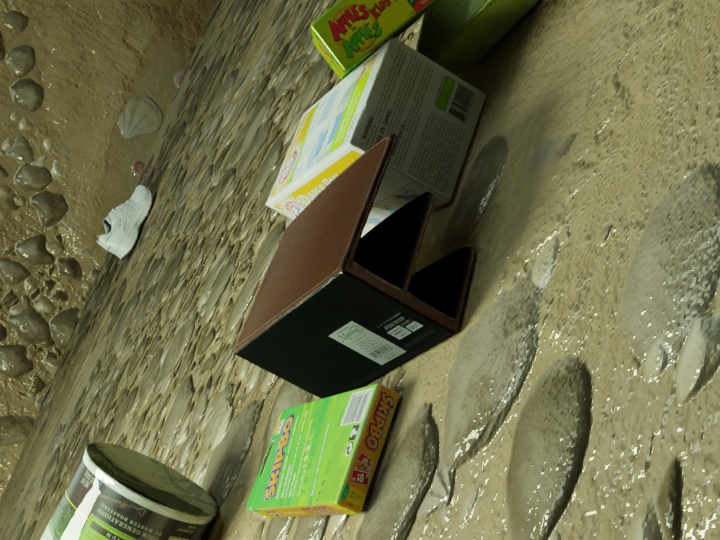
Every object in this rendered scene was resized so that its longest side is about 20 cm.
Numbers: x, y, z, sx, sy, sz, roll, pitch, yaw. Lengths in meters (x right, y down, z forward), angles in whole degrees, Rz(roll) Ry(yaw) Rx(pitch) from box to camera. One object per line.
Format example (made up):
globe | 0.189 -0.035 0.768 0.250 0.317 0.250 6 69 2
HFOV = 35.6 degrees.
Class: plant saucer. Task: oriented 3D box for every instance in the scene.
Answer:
plant saucer | 0.129 -0.279 1.010 0.200 0.048 0.201 -41 29 50

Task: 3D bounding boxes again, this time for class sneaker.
sneaker | -0.535 -0.122 2.561 0.075 0.087 0.201 -44 25 49

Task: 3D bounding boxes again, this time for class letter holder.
letter holder | 0.000 0.000 0.901 0.200 0.100 0.143 -36 30 54

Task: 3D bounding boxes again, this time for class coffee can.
coffee can | -0.249 0.292 1.103 0.201 0.146 0.146 -63 18 0

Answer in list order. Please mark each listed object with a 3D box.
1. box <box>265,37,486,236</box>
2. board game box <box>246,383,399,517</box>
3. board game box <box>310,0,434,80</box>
box | 0.008 -0.106 1.015 0.200 0.101 0.113 -25 41 63
board game box | -0.036 0.150 0.907 0.200 0.030 0.096 -22 44 60
board game box | 0.010 -0.221 0.988 0.101 0.048 0.200 -38 7 3
